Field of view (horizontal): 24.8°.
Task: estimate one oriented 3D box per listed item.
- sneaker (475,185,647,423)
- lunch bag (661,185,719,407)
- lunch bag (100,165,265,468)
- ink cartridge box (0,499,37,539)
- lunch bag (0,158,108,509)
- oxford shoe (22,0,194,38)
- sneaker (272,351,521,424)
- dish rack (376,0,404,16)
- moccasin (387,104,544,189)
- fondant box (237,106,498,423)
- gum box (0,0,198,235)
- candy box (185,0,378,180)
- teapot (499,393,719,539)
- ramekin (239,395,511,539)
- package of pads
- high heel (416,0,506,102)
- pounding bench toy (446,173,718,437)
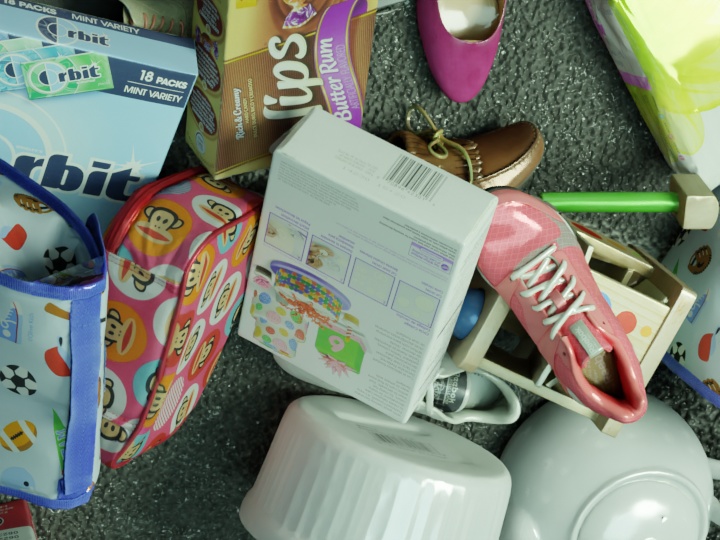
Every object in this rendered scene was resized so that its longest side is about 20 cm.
[{"bbox_3d":[0.145,0.024,1.137,0.074,0.087,0.200,-36,109,2],"label":"sneaker"},{"bbox_3d":[0.324,0.033,1.267,0.124,0.200,0.170,25,101,-23],"label":"lunch bag"},{"bbox_3d":[-0.133,0.027,1.158,0.082,0.176,0.201,28,112,12],"label":"lunch bag"},{"bbox_3d":[-0.288,0.286,1.182,0.145,0.200,0.145,-12,113,-13],"label":"ink cartridge box"},{"bbox_3d":[-0.228,0.035,1.026,0.124,0.200,0.171,-22,131,-41],"label":"lunch bag"},{"bbox_3d":[-0.149,-0.159,1.123,0.199,0.075,0.071,6,106,-20],"label":"oxford shoe"},{"bbox_3d":[0.031,0.074,1.267,0.199,0.081,0.077,11,108,-19],"label":"sneaker"},{"bbox_3d":[-0.021,-0.269,1.130,0.153,0.055,0.201,-9,109,-13],"label":"dish rack"},{"bbox_3d":[0.039,-0.074,1.222,0.201,0.074,0.078,-14,122,-1],"label":"moccasin"},{"bbox_3d":[0.000,0.000,1.149,0.144,0.058,0.200,27,138,11],"label":"fondant box"},{"bbox_3d":[-0.220,-0.085,1.106,0.169,0.045,0.200,11,130,-21],"label":"gum box"},{"bbox_3d":[-0.052,-0.165,1.106,0.116,0.056,0.201,-14,133,-27],"label":"candy box"},{"bbox_3d":[0.214,0.198,1.335,0.197,0.146,0.200,35,96,-26],"label":"teapot"},{"bbox_3d":[0.017,0.169,1.238,0.200,0.200,0.098,15,98,-22],"label":"ramekin"},{"bbox_3d":[0.271,-0.178,1.250,0.154,0.068,0.200,-35,116,-2],"label":"package of pads"},{"bbox_3d":[0.084,-0.209,1.164,0.067,0.096,0.201,-7,112,-14],"label":"high heel"},{"bbox_3d":[0.158,-0.009,1.242,0.156,0.124,0.200,25,101,-16],"label":"pounding bench toy"}]
